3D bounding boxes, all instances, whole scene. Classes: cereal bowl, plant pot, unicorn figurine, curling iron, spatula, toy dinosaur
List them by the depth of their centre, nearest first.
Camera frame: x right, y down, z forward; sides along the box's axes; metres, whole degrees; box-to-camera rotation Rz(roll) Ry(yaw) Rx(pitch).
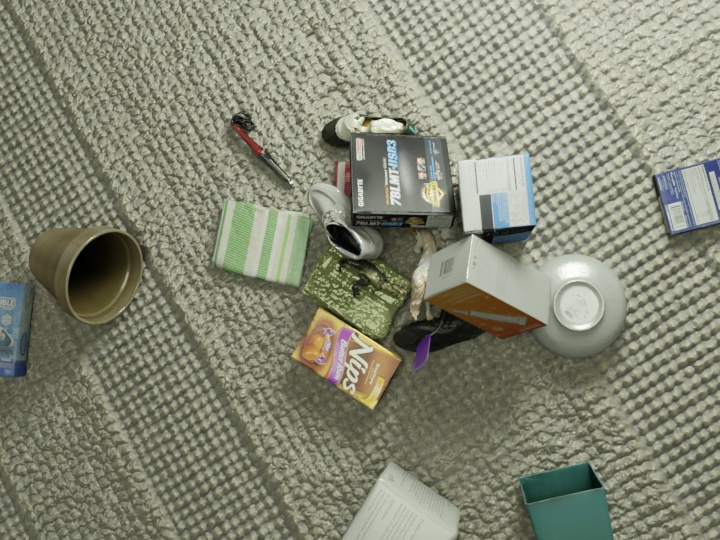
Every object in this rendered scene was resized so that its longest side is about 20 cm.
[{"bbox_3d":[0.389,0.483,1.316,0.139,0.141,0.203,-15,91,8],"label":"plant pot"},{"bbox_3d":[0.142,0.108,1.365,0.020,0.057,0.201,36,49,-2],"label":"spatula"},{"bbox_3d":[0.410,0.067,1.366,0.196,0.083,0.204,-1,86,8],"label":"cereal bowl"},{"bbox_3d":[0.126,0.006,1.400,0.072,0.201,0.140,-5,113,3],"label":"unicorn figurine"},{"bbox_3d":[0.000,0.000,1.405,0.200,0.088,0.048,43,129,15],"label":"toy dinosaur"},{"bbox_3d":[-0.584,-0.008,1.487,0.171,0.199,0.203,17,89,25],"label":"plant pot"},{"bbox_3d":[-0.206,-0.257,1.513,0.049,0.026,0.201,-38,82,8],"label":"curling iron"}]

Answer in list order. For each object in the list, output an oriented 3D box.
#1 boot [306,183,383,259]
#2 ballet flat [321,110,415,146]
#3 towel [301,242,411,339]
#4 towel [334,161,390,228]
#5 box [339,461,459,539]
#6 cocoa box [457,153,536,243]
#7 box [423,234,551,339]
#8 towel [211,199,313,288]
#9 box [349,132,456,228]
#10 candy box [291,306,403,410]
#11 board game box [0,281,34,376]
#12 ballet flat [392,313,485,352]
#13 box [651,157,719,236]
[{"bbox_3d":[-0.045,-0.098,1.389,0.200,0.095,0.074,41,111,16],"label":"boot"},{"bbox_3d":[0.013,-0.292,1.459,0.196,0.068,0.069,0,80,9],"label":"ballet flat"},{"bbox_3d":[-0.005,0.033,1.448,0.198,0.037,0.150,31,81,10],"label":"towel"},{"bbox_3d":[0.042,-0.157,1.457,0.196,0.023,0.147,0,74,10],"label":"towel"},{"bbox_3d":[0.065,0.497,1.331,0.170,0.200,0.201,32,91,12],"label":"box"},{"bbox_3d":[0.251,-0.126,1.344,0.129,0.200,0.136,-5,84,8],"label":"cocoa box"},{"bbox_3d":[0.234,0.034,1.318,0.198,0.124,0.099,26,61,-24],"label":"box"},{"bbox_3d":[-0.206,-0.059,1.503,0.197,0.023,0.155,12,89,8],"label":"towel"},{"bbox_3d":[0.077,-0.175,1.387,0.195,0.050,0.203,3,56,-6],"label":"box"},{"bbox_3d":[-0.025,0.174,1.441,0.198,0.056,0.118,31,90,8],"label":"candy box"},{"bbox_3d":[-0.824,0.122,1.577,0.196,0.043,0.203,4,85,9],"label":"board game box"},{"bbox_3d":[0.160,0.118,1.427,0.197,0.057,0.067,-13,112,13],"label":"ballet flat"},{"bbox_3d":[0.669,-0.148,1.364,0.197,0.032,0.123,-14,84,9],"label":"box"}]
